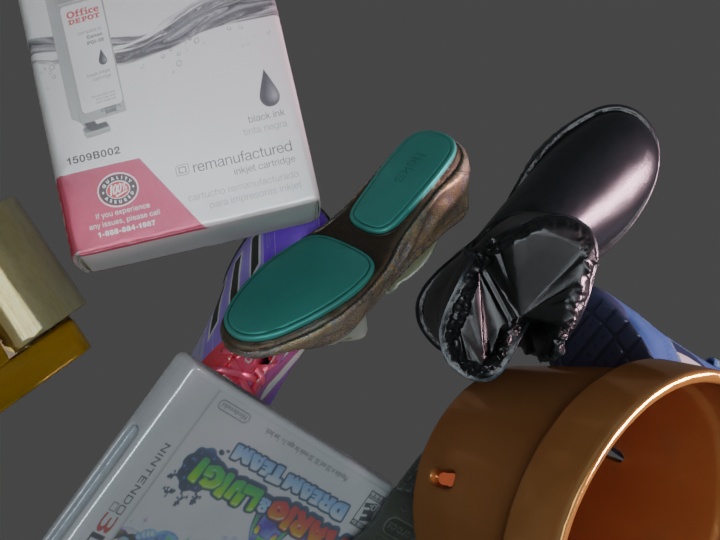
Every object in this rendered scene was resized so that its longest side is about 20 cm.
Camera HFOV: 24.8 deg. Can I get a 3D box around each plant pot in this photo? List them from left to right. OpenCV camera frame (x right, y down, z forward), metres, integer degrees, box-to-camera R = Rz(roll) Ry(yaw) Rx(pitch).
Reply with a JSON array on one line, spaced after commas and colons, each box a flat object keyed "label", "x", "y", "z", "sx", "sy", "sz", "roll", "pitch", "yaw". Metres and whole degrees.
[{"label": "plant pot", "x": 0.124, "y": 0.136, "z": 0.925, "sx": 0.199, "sy": 0.140, "sz": 0.202, "roll": -14, "pitch": 112, "yaw": -39}]

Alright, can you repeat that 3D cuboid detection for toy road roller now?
[{"label": "toy road roller", "x": -0.273, "y": 0.049, "z": 0.958, "sx": 0.200, "sy": 0.146, "sz": 0.123, "roll": -37, "pitch": 97, "yaw": -40}]

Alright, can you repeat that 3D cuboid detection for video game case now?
[{"label": "video game case", "x": -0.090, "y": 0.163, "z": 0.957, "sx": 0.183, "sy": 0.024, "sz": 0.200, "roll": -54, "pitch": 134, "yaw": -1}]

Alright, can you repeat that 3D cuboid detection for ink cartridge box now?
[{"label": "ink cartridge box", "x": -0.115, "y": -0.114, "z": 0.950, "sx": 0.145, "sy": 0.083, "sz": 0.202, "roll": -13, "pitch": 84, "yaw": -4}]

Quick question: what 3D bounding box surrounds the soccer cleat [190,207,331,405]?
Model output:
[{"label": "soccer cleat", "x": -0.069, "y": 0.051, "z": 0.984, "sx": 0.068, "sy": 0.073, "sz": 0.201, "roll": 28, "pitch": 90, "yaw": -5}]

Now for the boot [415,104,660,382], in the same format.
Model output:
[{"label": "boot", "x": 0.116, "y": -0.018, "z": 0.951, "sx": 0.200, "sy": 0.168, "sz": 0.076, "roll": -44, "pitch": 96, "yaw": -2}]

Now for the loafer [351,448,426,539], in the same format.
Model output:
[{"label": "loafer", "x": 0.025, "y": 0.191, "z": 0.991, "sx": 0.200, "sy": 0.075, "sz": 0.070, "roll": -47, "pitch": 125, "yaw": -9}]

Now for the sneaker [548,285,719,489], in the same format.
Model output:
[{"label": "sneaker", "x": 0.197, "y": 0.085, "z": 1.016, "sx": 0.200, "sy": 0.082, "sz": 0.074, "roll": 46, "pitch": 125, "yaw": 9}]

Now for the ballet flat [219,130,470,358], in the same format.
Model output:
[{"label": "ballet flat", "x": 0.000, "y": 0.000, "z": 0.967, "sx": 0.068, "sy": 0.068, "sz": 0.200, "roll": 30, "pitch": 60, "yaw": 34}]
